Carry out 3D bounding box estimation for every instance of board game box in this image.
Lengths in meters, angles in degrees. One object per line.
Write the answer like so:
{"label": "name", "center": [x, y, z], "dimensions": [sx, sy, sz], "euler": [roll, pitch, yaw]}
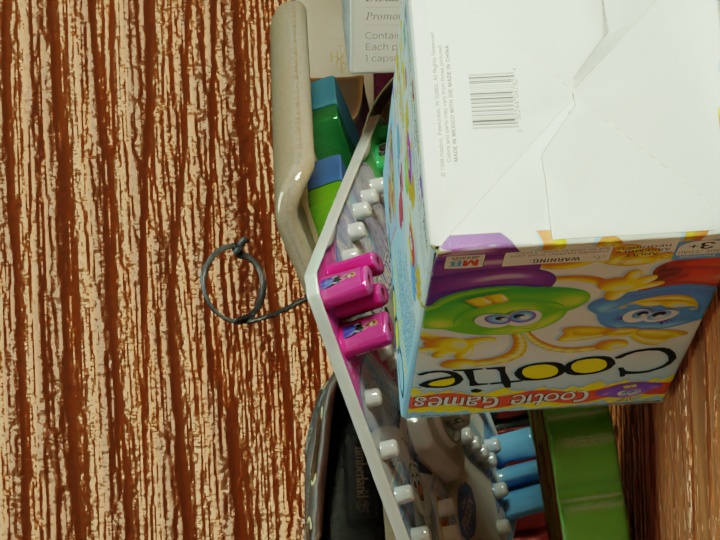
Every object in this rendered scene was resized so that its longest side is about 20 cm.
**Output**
{"label": "board game box", "center": [0.035, 0.053, 1.167], "dimensions": [0.200, 0.026, 0.200], "euler": [-69, -38, -66]}
{"label": "board game box", "center": [0.065, -0.025, 0.974], "dimensions": [0.200, 0.103, 0.105], "euler": [96, 170, -72]}

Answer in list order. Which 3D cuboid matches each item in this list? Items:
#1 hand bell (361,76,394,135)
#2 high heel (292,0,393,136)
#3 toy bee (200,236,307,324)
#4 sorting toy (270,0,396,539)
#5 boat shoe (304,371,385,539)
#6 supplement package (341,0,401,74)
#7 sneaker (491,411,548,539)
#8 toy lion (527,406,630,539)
{"label": "hand bell", "center": [0.069, -0.051, 1.407], "dimensions": [0.200, 0.104, 0.104], "euler": [11, -103, -79]}
{"label": "high heel", "center": [-0.003, -0.095, 1.419], "dimensions": [0.200, 0.067, 0.096], "euler": [-73, -18, -47]}
{"label": "toy bee", "center": [0.035, 0.021, 1.441], "dimensions": [0.109, 0.200, 0.131], "euler": [-22, 83, 44]}
{"label": "sorting toy", "center": [0.000, 0.000, 1.233], "dimensions": [0.185, 0.036, 0.200], "euler": [-95, -11, -61]}
{"label": "boat shoe", "center": [0.003, 0.143, 1.358], "dimensions": [0.070, 0.070, 0.200], "euler": [80, -177, -75]}
{"label": "supplement package", "center": [0.046, -0.195, 1.158], "dimensions": [0.110, 0.114, 0.200], "euler": [-94, 2, -64]}
{"label": "sneaker", "center": [0.069, 0.096, 1.371], "dimensions": [0.098, 0.071, 0.201], "euler": [-102, 8, -62]}
{"label": "toy lion", "center": [0.086, 0.055, 1.176], "dimensions": [0.200, 0.069, 0.192], "euler": [-97, -2, -65]}
